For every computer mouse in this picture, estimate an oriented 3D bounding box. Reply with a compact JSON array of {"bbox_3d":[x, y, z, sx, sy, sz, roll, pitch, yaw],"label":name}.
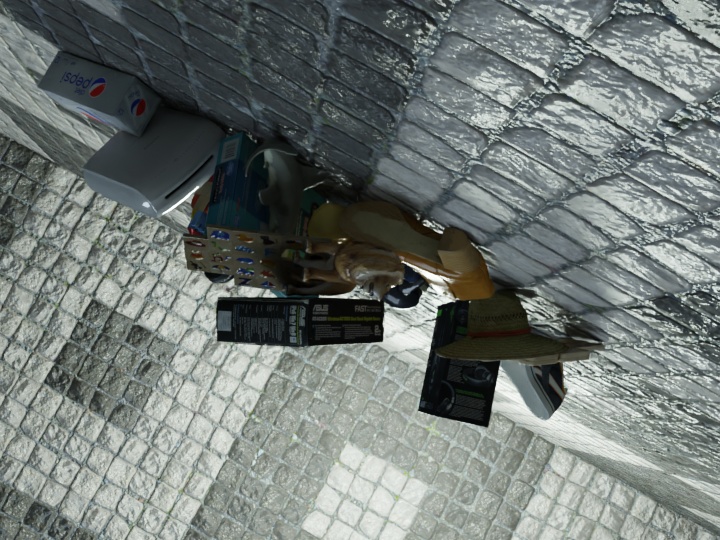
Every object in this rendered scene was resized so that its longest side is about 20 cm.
[{"bbox_3d":[0.000,0.000,1.526,0.199,0.034,0.059,30,137,6],"label":"computer mouse"}]

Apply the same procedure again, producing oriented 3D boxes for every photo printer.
[{"bbox_3d":[-0.289,-0.158,1.465,0.199,0.166,0.070,22,150,46],"label":"photo printer"}]

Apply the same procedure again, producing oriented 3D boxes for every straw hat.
[{"bbox_3d":[0.192,0.070,1.431,0.198,0.086,0.201,-3,-178,0],"label":"straw hat"}]

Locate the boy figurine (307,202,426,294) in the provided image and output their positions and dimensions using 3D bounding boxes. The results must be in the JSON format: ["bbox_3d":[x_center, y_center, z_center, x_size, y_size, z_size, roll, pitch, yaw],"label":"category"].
[{"bbox_3d":[0.012,-0.032,1.414,0.199,0.064,0.125,25,-141,-38],"label":"boy figurine"}]

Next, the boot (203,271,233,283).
[{"bbox_3d":[-0.156,-0.030,1.717,0.073,0.199,0.163,25,166,40],"label":"boot"}]

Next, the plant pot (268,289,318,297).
[{"bbox_3d":[-0.142,-0.032,1.871,0.199,0.142,0.141,36,172,1],"label":"plant pot"}]

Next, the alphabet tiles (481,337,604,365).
[{"bbox_3d":[0.242,0.116,1.474,0.193,0.015,0.200,-4,-177,-19],"label":"alphabet tiles"}]

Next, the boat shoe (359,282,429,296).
[{"bbox_3d":[0.033,0.006,1.683,0.199,0.074,0.074,34,171,-32],"label":"boat shoe"}]

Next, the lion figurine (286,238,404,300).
[{"bbox_3d":[-0.023,0.002,1.319,0.121,0.073,0.200,5,176,-15],"label":"lion figurine"}]

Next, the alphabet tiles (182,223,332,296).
[{"bbox_3d":[-0.141,-0.013,1.390,0.197,0.008,0.168,7,153,-2],"label":"alphabet tiles"}]

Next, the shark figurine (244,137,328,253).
[{"bbox_3d":[-0.088,-0.130,1.333,0.088,0.129,0.215,3,150,5],"label":"shark figurine"}]

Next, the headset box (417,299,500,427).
[{"bbox_3d":[0.168,0.145,1.669,0.092,0.202,0.174,13,175,-4],"label":"headset box"}]

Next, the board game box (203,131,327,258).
[{"bbox_3d":[-0.130,-0.076,1.440,0.047,0.153,0.200,-12,148,32],"label":"board game box"}]

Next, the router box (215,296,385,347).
[{"bbox_3d":[-0.077,0.068,1.379,0.148,0.063,0.199,0,178,31],"label":"router box"}]

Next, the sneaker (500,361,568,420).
[{"bbox_3d":[0.294,0.159,1.767,0.078,0.079,0.201,7,132,56],"label":"sneaker"}]

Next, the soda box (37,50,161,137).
[{"bbox_3d":[-0.387,-0.261,1.500,0.199,0.069,0.063,23,171,37],"label":"soda box"}]

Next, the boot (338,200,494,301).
[{"bbox_3d":[0.075,-0.016,1.348,0.199,0.071,0.144,16,156,28],"label":"boot"}]

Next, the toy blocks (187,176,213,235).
[{"bbox_3d":[-0.221,-0.111,1.612,0.100,0.138,0.199,33,171,-30],"label":"toy blocks"}]
